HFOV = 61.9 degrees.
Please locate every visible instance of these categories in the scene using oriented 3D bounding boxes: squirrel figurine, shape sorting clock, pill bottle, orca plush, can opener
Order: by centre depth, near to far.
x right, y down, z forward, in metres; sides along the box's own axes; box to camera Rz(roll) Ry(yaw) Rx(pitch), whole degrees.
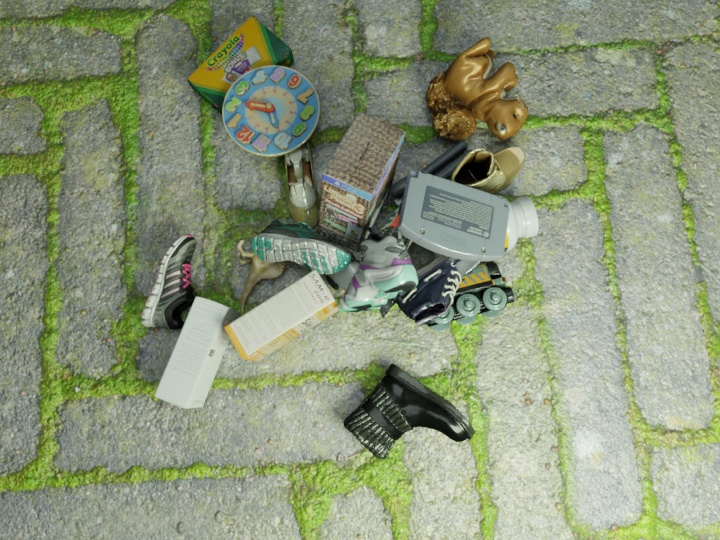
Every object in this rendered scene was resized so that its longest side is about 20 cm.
[{"bbox_3d":[0.238,-0.083,1.175,0.199,0.112,0.113,-14,79,-1],"label":"pill bottle"},{"bbox_3d":[0.000,0.000,1.186,0.199,0.106,0.071,29,42,26],"label":"orca plush"},{"bbox_3d":[-0.181,-0.325,1.214,0.199,0.039,0.201,-1,80,3],"label":"shape sorting clock"},{"bbox_3d":[0.149,-0.195,1.228,0.200,0.067,0.053,-36,79,-10],"label":"can opener"},{"bbox_3d":[0.239,-0.340,1.233,0.199,0.142,0.187,-31,90,10],"label":"squirrel figurine"}]

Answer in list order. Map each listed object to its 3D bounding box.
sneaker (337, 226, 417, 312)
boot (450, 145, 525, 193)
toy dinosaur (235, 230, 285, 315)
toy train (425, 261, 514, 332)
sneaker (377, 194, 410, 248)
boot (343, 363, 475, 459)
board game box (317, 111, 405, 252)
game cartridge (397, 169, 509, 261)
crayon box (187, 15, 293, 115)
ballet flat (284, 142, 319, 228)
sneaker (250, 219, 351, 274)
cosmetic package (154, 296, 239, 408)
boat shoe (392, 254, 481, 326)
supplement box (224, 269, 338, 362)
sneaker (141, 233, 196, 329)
[{"bbox_3d":[0.020,-0.009,1.093,0.077,0.200,0.141,5,66,-42],"label":"sneaker"},{"bbox_3d":[0.251,-0.201,1.175,0.199,0.155,0.073,-30,79,-5],"label":"boot"},{"bbox_3d":[-0.204,-0.016,1.203,0.101,0.058,0.200,39,83,7],"label":"toy dinosaur"},{"bbox_3d":[0.196,0.046,1.171,0.199,0.085,0.115,-14,69,-1],"label":"toy train"},{"bbox_3d":[0.092,-0.092,1.186,0.070,0.093,0.200,39,123,9],"label":"sneaker"},{"bbox_3d":[0.089,0.294,1.121,0.211,0.080,0.158,33,75,18],"label":"boot"},{"bbox_3d":[-0.003,-0.161,1.134,0.096,0.200,0.160,24,61,6],"label":"board game box"},{"bbox_3d":[0.167,-0.092,1.078,0.199,0.042,0.134,16,75,-10],"label":"game cartridge"},{"bbox_3d":[-0.253,-0.428,1.283,0.119,0.058,0.200,41,83,8],"label":"crayon box"},{"bbox_3d":[-0.124,-0.186,1.229,0.070,0.071,0.201,-7,79,0],"label":"ballet flat"},{"bbox_3d":[-0.106,-0.056,1.152,0.199,0.078,0.091,14,46,13],"label":"sneaker"},{"bbox_3d":[-0.309,0.158,1.150,0.074,0.102,0.201,18,81,6],"label":"cosmetic package"},{"bbox_3d":[0.157,0.026,1.095,0.199,0.075,0.093,-31,46,0],"label":"boat shoe"},{"bbox_3d":[-0.144,0.091,1.145,0.199,0.126,0.074,-33,79,-4],"label":"supplement box"},{"bbox_3d":[-0.357,0.029,1.192,0.087,0.074,0.201,20,85,6],"label":"sneaker"}]
